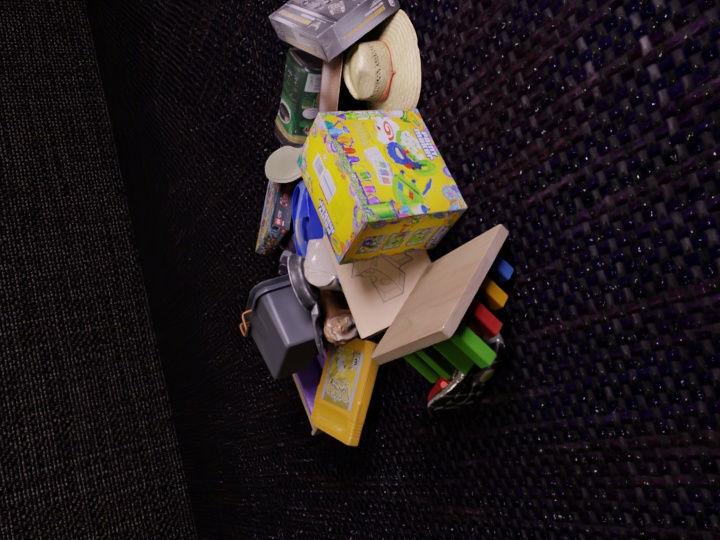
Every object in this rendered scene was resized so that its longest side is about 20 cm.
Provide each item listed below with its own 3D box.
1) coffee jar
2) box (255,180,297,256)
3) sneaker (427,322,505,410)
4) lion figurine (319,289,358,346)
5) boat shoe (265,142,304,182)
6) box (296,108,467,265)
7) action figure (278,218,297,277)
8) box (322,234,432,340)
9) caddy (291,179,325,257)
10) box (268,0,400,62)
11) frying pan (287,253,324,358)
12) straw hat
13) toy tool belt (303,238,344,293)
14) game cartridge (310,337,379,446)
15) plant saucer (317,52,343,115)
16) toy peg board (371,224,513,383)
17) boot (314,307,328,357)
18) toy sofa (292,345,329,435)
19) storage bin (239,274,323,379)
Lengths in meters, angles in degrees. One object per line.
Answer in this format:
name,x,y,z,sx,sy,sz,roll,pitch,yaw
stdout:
coffee jar,-0.116,-0.339,1.381,0.105,0.084,0.202,54,141,35
box,-0.182,-0.151,1.516,0.137,0.037,0.203,137,144,-56
sneaker,0.163,0.148,1.073,0.201,0.076,0.086,-60,33,38
lion figurine,-0.048,0.071,1.348,0.200,0.121,0.074,47,137,44
boat shoe,-0.106,-0.221,1.369,0.197,0.066,0.076,-19,79,36
box,0.031,-0.137,1.080,0.122,0.190,0.202,-54,53,51
action figure,-0.148,-0.063,1.509,0.130,0.068,0.203,126,152,-50
box,0.039,-0.004,1.164,0.203,0.161,0.021,69,-170,18
caddy,-0.086,-0.084,1.382,0.141,0.103,0.204,6,104,58
box,-0.049,-0.441,1.164,0.200,0.158,0.049,40,167,48
frying pan,-0.096,0.054,1.253,0.115,0.030,0.193,47,-154,-61
straw hat,0.016,-0.337,1.152,0.200,0.084,0.205,24,119,55
toy tool belt,0.000,0.000,1.253,0.196,0.123,0.127,9,78,19
game cartridge,-0.033,0.234,1.384,0.175,0.032,0.204,5,78,59
plant saucer,-0.053,-0.339,1.225,0.200,0.036,0.205,-174,90,-87
toy peg board,0.141,0.064,1.000,0.098,0.200,0.199,41,149,-10
boot,-0.095,0.078,1.483,0.097,0.074,0.202,-41,52,30
toy sofa,-0.094,0.253,1.521,0.202,0.082,0.098,66,148,23
storage bin,-0.157,0.121,1.357,0.136,0.143,0.201,61,151,24
